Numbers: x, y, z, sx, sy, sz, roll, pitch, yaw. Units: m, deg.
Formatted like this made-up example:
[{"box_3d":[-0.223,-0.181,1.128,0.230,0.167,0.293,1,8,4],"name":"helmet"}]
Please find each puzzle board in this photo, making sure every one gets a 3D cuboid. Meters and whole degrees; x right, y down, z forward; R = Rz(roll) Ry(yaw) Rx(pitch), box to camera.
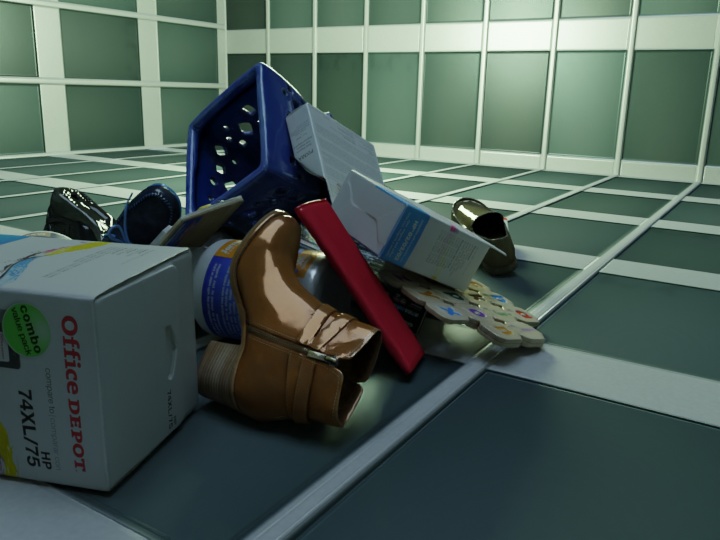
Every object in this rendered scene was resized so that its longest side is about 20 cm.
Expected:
[{"box_3d":[-0.236,-0.012,0.807,0.017,0.200,0.151,47,21,1],"name":"puzzle board"}]

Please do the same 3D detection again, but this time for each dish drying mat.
[{"box_3d":[0.001,0.015,0.709,0.018,0.201,0.077,-33,-2,18],"name":"dish drying mat"}]

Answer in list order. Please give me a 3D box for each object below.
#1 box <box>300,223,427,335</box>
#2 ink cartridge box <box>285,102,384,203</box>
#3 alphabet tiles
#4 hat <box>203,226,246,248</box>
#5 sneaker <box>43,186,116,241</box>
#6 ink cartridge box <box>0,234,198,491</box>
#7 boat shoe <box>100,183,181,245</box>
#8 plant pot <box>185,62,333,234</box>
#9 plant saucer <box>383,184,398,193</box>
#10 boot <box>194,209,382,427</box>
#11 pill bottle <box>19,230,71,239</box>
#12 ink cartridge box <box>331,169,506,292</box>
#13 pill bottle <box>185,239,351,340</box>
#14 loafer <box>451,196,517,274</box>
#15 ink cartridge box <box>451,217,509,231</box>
[{"box_3d":[0.000,0.000,0.874,0.198,0.046,0.159,24,17,4],"name":"box"},{"box_3d":[-0.022,-0.123,0.969,0.057,0.202,0.162,-26,-29,30],"name":"ink cartridge box"},{"box_3d":[0.119,0.036,0.803,0.194,0.015,0.199,5,23,-45],"name":"alphabet tiles"},{"box_3d":[-0.205,-0.019,0.978,0.198,0.082,0.201,0,15,0],"name":"hat"},{"box_3d":[-0.412,-0.029,1.037,0.199,0.115,0.076,36,20,15],"name":"sneaker"},{"box_3d":[-0.251,0.061,0.540,0.197,0.149,0.146,4,15,12],"name":"ink cartridge box"},{"box_3d":[-0.289,-0.020,0.853,0.084,0.200,0.069,35,29,-7],"name":"boat shoe"},{"box_3d":[-0.143,-0.162,1.052,0.179,0.202,0.199,20,-36,-41],"name":"plant pot"},{"box_3d":[-0.009,-0.089,1.161,0.197,0.028,0.201,7,-29,4],"name":"plant saucer"},{"box_3d":[-0.049,0.041,0.611,0.153,0.202,0.074,5,-22,30],"name":"boot"},{"box_3d":[-0.357,0.018,0.762,0.110,0.112,0.200,-4,16,-21],"name":"pill bottle"},{"box_3d":[0.071,-0.040,0.809,0.199,0.068,0.115,20,13,-43],"name":"ink cartridge box"},{"box_3d":[-0.119,0.024,0.762,0.198,0.114,0.112,9,16,23],"name":"pill bottle"},{"box_3d":[0.209,-0.074,1.136,0.075,0.068,0.201,-14,38,-11],"name":"loafer"},{"box_3d":[0.224,-0.074,1.288,0.108,0.051,0.200,4,16,10],"name":"ink cartridge box"}]
